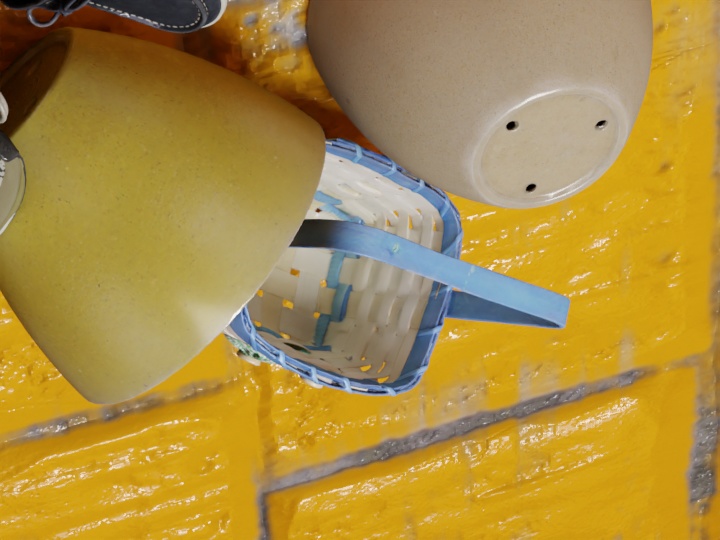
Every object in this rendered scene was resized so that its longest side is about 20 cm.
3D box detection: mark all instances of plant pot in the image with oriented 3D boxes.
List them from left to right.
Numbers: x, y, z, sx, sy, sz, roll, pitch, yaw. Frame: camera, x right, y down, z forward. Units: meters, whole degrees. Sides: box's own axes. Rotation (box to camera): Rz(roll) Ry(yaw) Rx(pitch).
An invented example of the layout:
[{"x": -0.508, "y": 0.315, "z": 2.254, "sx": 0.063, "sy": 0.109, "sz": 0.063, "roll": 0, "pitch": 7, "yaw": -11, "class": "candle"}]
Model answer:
[{"x": -0.139, "y": -0.048, "z": 1.411, "sx": 0.200, "sy": 0.200, "sz": 0.142, "roll": -41, "pitch": 115, "yaw": 21, "class": "plant pot"}, {"x": 0.084, "y": -0.114, "z": 1.463, "sx": 0.200, "sy": 0.135, "sz": 0.200, "roll": -13, "pitch": 139, "yaw": -12, "class": "plant pot"}]

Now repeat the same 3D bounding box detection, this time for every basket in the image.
[{"x": 0.000, "y": 0.000, "z": 1.499, "sx": 0.176, "sy": 0.139, "sz": 0.200, "roll": 21, "pitch": 166, "yaw": -37, "class": "basket"}]

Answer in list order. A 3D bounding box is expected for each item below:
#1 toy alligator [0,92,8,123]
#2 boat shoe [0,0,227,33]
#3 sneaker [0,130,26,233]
[{"x": -0.201, "y": -0.171, "z": 1.299, "sx": 0.054, "sy": 0.059, "sz": 0.200, "roll": -42, "pitch": 126, "yaw": -39, "class": "toy alligator"}, {"x": -0.147, "y": -0.151, "z": 1.257, "sx": 0.075, "sy": 0.062, "sz": 0.200, "roll": -17, "pitch": 151, "yaw": 39, "class": "boat shoe"}, {"x": -0.253, "y": -0.006, "z": 1.331, "sx": 0.200, "sy": 0.089, "sz": 0.077, "roll": -33, "pitch": 107, "yaw": 24, "class": "sneaker"}]
